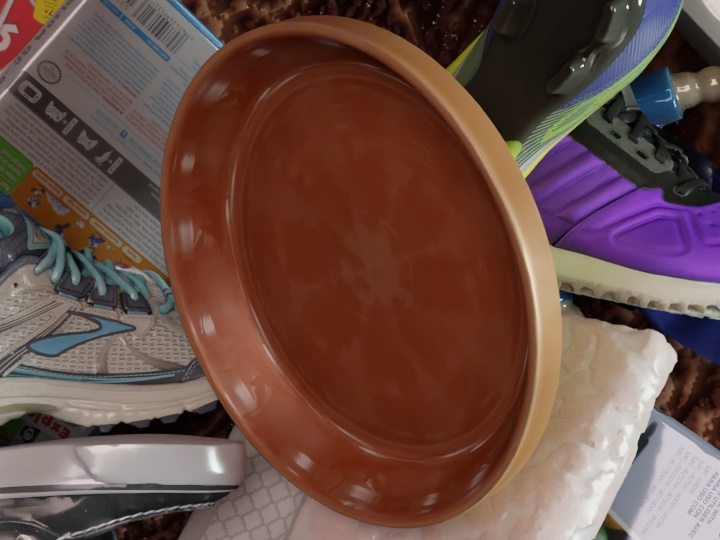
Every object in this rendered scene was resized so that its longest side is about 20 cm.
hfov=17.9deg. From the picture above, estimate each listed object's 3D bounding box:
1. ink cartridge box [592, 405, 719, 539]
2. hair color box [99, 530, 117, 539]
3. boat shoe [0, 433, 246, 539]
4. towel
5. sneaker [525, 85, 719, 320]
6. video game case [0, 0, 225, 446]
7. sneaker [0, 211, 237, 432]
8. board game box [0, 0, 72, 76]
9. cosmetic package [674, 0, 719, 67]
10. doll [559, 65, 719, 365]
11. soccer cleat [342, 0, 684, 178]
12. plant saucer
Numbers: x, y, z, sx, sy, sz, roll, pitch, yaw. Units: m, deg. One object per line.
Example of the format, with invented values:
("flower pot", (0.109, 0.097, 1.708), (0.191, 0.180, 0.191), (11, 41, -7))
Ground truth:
("ink cartridge box", (0.115, 0.124, 0.959), (0.200, 0.042, 0.120), (35, 93, 11))
("hair color box", (-0.192, 0.186, 0.989), (0.199, 0.061, 0.100), (-21, 77, 5))
("boat shoe", (-0.143, 0.106, 0.930), (0.199, 0.072, 0.068), (-7, 88, 0))
("towel", (0.012, 0.096, 0.930), (0.190, 0.032, 0.201), (14, 71, 41))
("sneaker", (0.101, -0.039, 0.928), (0.199, 0.070, 0.100), (11, 91, 20))
("video game case", (-0.121, -0.019, 0.989), (0.200, 0.018, 0.143), (-49, 122, -2))
("sneaker", (-0.125, 0.019, 0.947), (0.199, 0.078, 0.087), (-9, 109, -22))
("board game box", (-0.185, -0.045, 1.008), (0.095, 0.030, 0.201), (17, 110, 12))
("cosmetic package", (0.205, -0.094, 0.980), (0.082, 0.051, 0.200), (-42, 76, -2))
("doll", (0.126, -0.025, 0.982), (0.199, 0.048, 0.137), (28, 95, 19))
("soccer cleat", (0.057, -0.061, 0.885), (0.065, 0.084, 0.200), (53, 128, 12))
("plant saucer", (0.000, 0.000, 0.877), (0.032, 0.200, 0.201), (-24, 72, -41))
